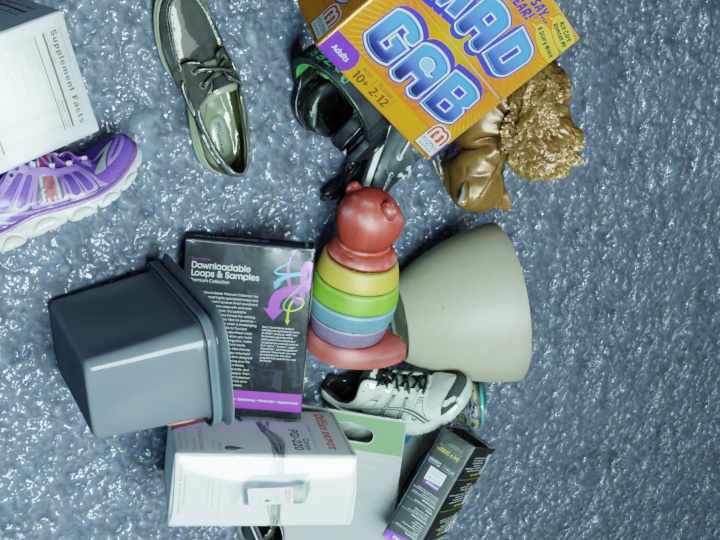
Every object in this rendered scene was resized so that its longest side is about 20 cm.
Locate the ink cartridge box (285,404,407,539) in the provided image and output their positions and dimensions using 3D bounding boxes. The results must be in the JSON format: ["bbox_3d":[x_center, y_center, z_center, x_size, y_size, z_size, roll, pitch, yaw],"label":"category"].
[{"bbox_3d":[-0.021,0.255,1.318,0.142,0.048,0.204,8,110,3],"label":"ink cartridge box"}]

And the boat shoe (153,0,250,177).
[{"bbox_3d":[-0.150,-0.188,1.076,0.071,0.066,0.204,-30,124,-27],"label":"boat shoe"}]

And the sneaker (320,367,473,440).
[{"bbox_3d":[0.038,0.151,1.304,0.089,0.197,0.076,60,27,-26],"label":"sneaker"}]

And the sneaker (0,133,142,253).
[{"bbox_3d":[-0.294,-0.084,0.990,0.198,0.080,0.085,-30,119,-27],"label":"sneaker"}]

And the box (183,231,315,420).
[{"bbox_3d":[-0.127,0.063,1.173,0.140,0.036,0.204,5,109,-5],"label":"box"}]

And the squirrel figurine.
[{"bbox_3d":[0.167,-0.161,1.271,0.140,0.198,0.191,7,94,-46],"label":"squirrel figurine"}]

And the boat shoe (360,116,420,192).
[{"bbox_3d":[0.044,-0.143,1.248,0.059,0.076,0.204,17,99,-5],"label":"boat shoe"}]

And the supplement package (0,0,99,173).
[{"bbox_3d":[-0.343,-0.141,0.899,0.198,0.109,0.116,-29,124,-28],"label":"supplement package"}]

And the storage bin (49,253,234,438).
[{"bbox_3d":[-0.222,0.088,1.052,0.132,0.200,0.148,-13,116,-24],"label":"storage bin"}]

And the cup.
[{"bbox_3d":[0.115,0.052,1.338,0.140,0.201,0.204,-10,116,-11],"label":"cup"}]

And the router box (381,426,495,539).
[{"bbox_3d":[0.103,0.274,1.336,0.151,0.051,0.200,-60,163,-1],"label":"router box"}]

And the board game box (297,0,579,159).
[{"bbox_3d":[0.063,-0.286,1.083,0.199,0.202,0.199,-36,135,16],"label":"board game box"}]

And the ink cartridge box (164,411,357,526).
[{"bbox_3d":[-0.112,0.214,1.168,0.196,0.146,0.087,5,101,-14],"label":"ink cartridge box"}]

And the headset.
[{"bbox_3d":[-0.028,-0.155,1.167,0.094,0.123,0.201,-43,153,-14],"label":"headset"}]

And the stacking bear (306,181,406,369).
[{"bbox_3d":[0.000,0.000,1.218,0.112,0.121,0.203,-15,127,-40],"label":"stacking bear"}]

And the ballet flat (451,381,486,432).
[{"bbox_3d":[0.134,0.177,1.417,0.200,0.071,0.073,11,104,-83],"label":"ballet flat"}]

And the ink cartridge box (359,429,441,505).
[{"bbox_3d":[0.065,0.256,1.440,0.200,0.066,0.117,39,81,-43],"label":"ink cartridge box"}]

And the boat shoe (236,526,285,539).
[{"bbox_3d":[-0.117,0.250,1.284,0.072,0.062,0.204,-16,116,-34],"label":"boat shoe"}]

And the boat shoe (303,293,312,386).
[{"bbox_3d":[-0.100,0.082,1.235,0.068,0.071,0.204,-1,109,-18],"label":"boat shoe"}]
